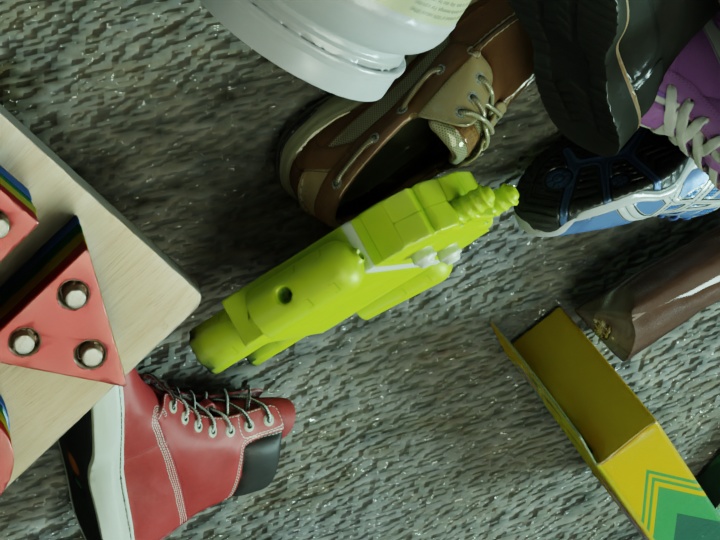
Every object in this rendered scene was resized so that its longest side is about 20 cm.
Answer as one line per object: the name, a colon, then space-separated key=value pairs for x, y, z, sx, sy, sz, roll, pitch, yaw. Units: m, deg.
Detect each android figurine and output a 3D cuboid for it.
android figurine: x=0.000 y=0.000 z=1.432 sx=0.200 sy=0.041 sz=0.182 roll=-30 pitch=172 yaw=18

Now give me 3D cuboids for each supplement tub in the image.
supplement tub: x=0.014 y=-0.201 z=1.252 sx=0.145 sy=0.145 sz=0.200 roll=17 pitch=116 yaw=-40

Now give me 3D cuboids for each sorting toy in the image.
sorting toy: x=-0.218 y=0.029 z=1.314 sx=0.200 sy=0.070 sz=0.199 roll=-43 pitch=116 yaw=7

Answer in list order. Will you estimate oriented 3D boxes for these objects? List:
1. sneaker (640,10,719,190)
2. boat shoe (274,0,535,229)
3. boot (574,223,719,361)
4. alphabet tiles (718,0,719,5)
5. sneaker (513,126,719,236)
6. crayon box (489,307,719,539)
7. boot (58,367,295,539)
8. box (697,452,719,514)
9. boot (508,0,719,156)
sneaker: x=0.208 y=-0.074 z=1.459 sx=0.114 sy=0.201 sz=0.073 roll=-7 pitch=152 yaw=-15
boat shoe: x=0.047 y=-0.090 z=1.420 sx=0.200 sy=0.074 sz=0.076 roll=-37 pitch=137 yaw=1
boot: x=0.238 y=-0.011 z=1.575 sx=0.200 sy=0.064 sz=0.186 roll=-26 pitch=167 yaw=-8
alphabet tiles: x=0.257 y=-0.095 z=1.412 sx=0.008 sy=0.200 sz=0.167 roll=-24 pitch=168 yaw=26
sneaker: x=0.187 y=-0.058 z=1.534 sx=0.200 sy=0.076 sz=0.077 roll=-21 pitch=135 yaw=-17
crayon box: x=0.168 y=0.110 z=1.630 sx=0.051 sy=0.127 sz=0.200 roll=-37 pitch=138 yaw=1
boot: x=-0.110 y=0.078 z=1.476 sx=0.144 sy=0.072 sz=0.200 roll=-24 pitch=139 yaw=-18
box: x=0.335 y=0.138 z=1.826 sx=0.144 sy=0.036 sz=0.200 roll=20 pitch=113 yaw=-42
boot: x=0.150 y=-0.175 z=1.363 sx=0.138 sy=0.077 sz=0.200 roll=-49 pitch=155 yaw=-21
